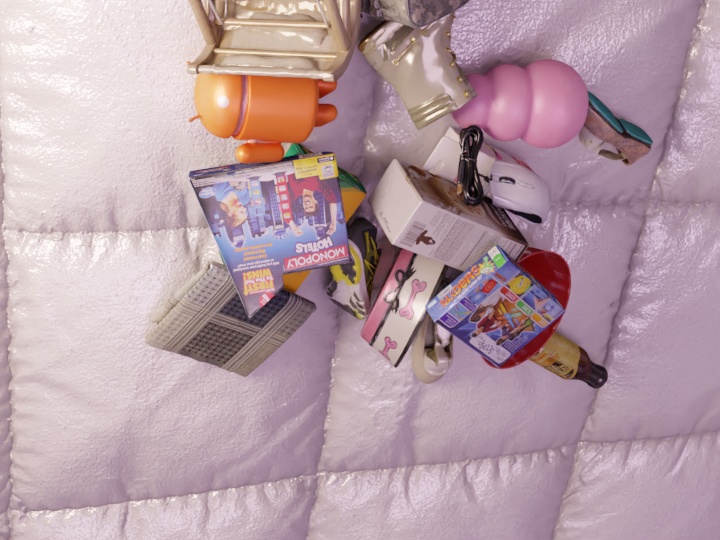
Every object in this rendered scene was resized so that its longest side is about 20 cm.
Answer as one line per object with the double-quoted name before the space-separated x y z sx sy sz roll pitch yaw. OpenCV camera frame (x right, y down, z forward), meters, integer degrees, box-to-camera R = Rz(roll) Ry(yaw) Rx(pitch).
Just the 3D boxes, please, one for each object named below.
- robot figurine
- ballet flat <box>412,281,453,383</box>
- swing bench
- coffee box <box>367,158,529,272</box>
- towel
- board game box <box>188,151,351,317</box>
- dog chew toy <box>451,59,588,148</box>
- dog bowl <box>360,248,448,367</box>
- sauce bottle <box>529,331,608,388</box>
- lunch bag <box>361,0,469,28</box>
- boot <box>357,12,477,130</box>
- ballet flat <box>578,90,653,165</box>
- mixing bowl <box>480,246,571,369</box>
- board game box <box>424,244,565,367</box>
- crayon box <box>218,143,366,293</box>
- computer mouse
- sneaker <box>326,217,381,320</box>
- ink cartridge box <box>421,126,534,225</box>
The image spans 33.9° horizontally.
"robot figurine" -0.130 -0.224 1.534 0.197 0.117 0.145 1 125 -22
"ballet flat" 0.122 0.114 1.889 0.069 0.070 0.202 -10 125 -16
"swing bench" -0.112 -0.340 1.406 0.196 0.130 0.202 7 128 19
"coffee box" 0.123 -0.067 1.656 0.198 0.115 0.080 19 117 -33
"towel" -0.192 0.071 1.726 0.191 0.035 0.200 22 131 -33
"board game box" -0.118 -0.048 1.599 0.197 0.062 0.203 -9 104 -5
"dog chew toy" 0.218 -0.236 1.670 0.197 0.125 0.126 -1 122 -13
"dog bowl" 0.066 0.038 1.746 0.073 0.200 0.202 27 112 1
"sauce bottle" 0.345 0.148 2.000 0.199 0.066 0.066 28 108 -32
"lunch bag" 0.040 -0.411 1.455 0.139 0.167 0.202 -32 130 -28
"boot" 0.116 -0.301 1.578 0.199 0.072 0.155 -35 101 10
"ballet flat" 0.368 -0.203 1.769 0.199 0.069 0.067 24 123 -43
"mixing bowl" 0.222 0.039 1.838 0.198 0.108 0.202 -22 129 -30
"board game box" 0.195 0.055 1.686 0.135 0.035 0.200 -40 141 11
"crayon box" -0.098 -0.069 1.685 0.118 0.058 0.201 26 109 -33
"computer mouse" 0.214 -0.124 1.677 0.198 0.111 0.044 19 157 -38
"sneaker" 0.000 0.000 1.744 0.085 0.074 0.201 -50 160 -24
"ink cartridge box" 0.157 -0.131 1.742 0.198 0.068 0.117 21 112 -33
